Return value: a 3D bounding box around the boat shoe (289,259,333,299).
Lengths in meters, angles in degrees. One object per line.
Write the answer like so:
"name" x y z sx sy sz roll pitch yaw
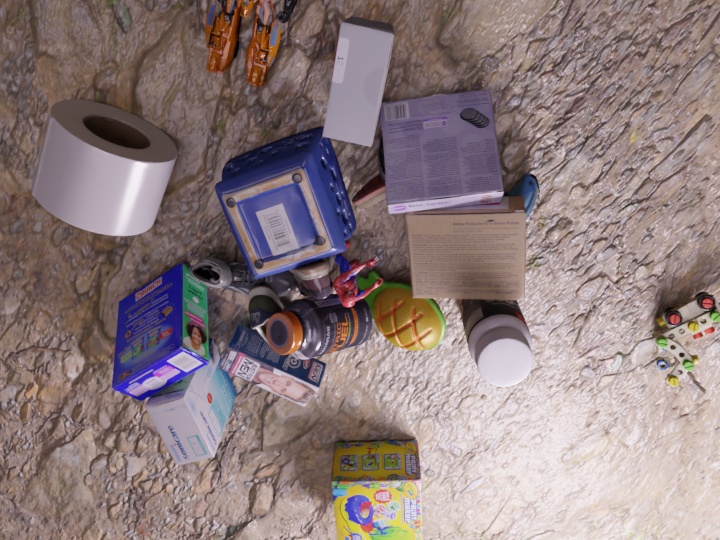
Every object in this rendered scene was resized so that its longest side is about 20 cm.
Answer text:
"boat shoe" -0.087 0.015 1.038 0.071 0.200 0.066 -13 95 -12

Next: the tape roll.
"tape roll" -0.421 -0.171 0.970 0.200 0.203 0.140 25 114 -9

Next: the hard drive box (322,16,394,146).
"hard drive box" 0.000 -0.295 0.893 0.075 0.201 0.158 11 114 -3

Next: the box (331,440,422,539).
"box" 0.039 0.496 1.295 0.189 0.122 0.203 -3 115 3

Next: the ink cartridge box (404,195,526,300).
"ink cartridge box" 0.182 -0.038 1.005 0.196 0.075 0.167 1 118 15

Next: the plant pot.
"plant pot" -0.126 -0.107 0.995 0.197 0.180 0.203 -17 111 9

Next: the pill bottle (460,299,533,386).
"pill bottle" 0.247 0.111 1.065 0.112 0.201 0.116 1 115 2

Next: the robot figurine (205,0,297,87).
"robot figurine" -0.179 -0.406 0.929 0.143 0.058 0.203 15 115 -5

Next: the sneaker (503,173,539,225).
"sneaker" 0.236 -0.095 1.042 0.089 0.079 0.201 37 111 -10

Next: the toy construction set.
"toy construction set" 0.643 0.119 1.110 0.198 0.092 0.132 -31 85 8

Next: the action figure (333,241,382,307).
"action figure" 0.000 0.000 1.027 0.098 0.201 0.066 -23 112 11

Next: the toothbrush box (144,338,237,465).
"toothbrush box" -0.328 0.255 1.159 0.084 0.201 0.148 -14 113 9

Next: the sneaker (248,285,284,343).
"sneaker" -0.148 0.120 1.115 0.066 0.091 0.200 -24 134 18

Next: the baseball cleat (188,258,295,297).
"baseball cleat" -0.221 0.018 1.097 0.196 0.106 0.071 5 93 -1

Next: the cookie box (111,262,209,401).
"cookie box" -0.371 0.112 1.093 0.170 0.202 0.075 -29 138 16

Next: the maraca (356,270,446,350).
"maraca" 0.071 0.078 1.115 0.198 0.107 0.139 29 126 16

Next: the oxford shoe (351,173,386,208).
"oxford shoe" 0.082 -0.144 1.031 0.197 0.071 0.074 -21 118 13

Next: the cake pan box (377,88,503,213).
"cake pan box" 0.126 -0.194 0.959 0.196 0.052 0.187 -7 72 5

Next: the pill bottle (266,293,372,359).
"pill bottle" -0.075 0.100 1.058 0.105 0.198 0.108 5 97 39

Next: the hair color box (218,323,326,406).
"hair color box" -0.178 0.194 1.183 0.198 0.061 0.100 25 139 -9
